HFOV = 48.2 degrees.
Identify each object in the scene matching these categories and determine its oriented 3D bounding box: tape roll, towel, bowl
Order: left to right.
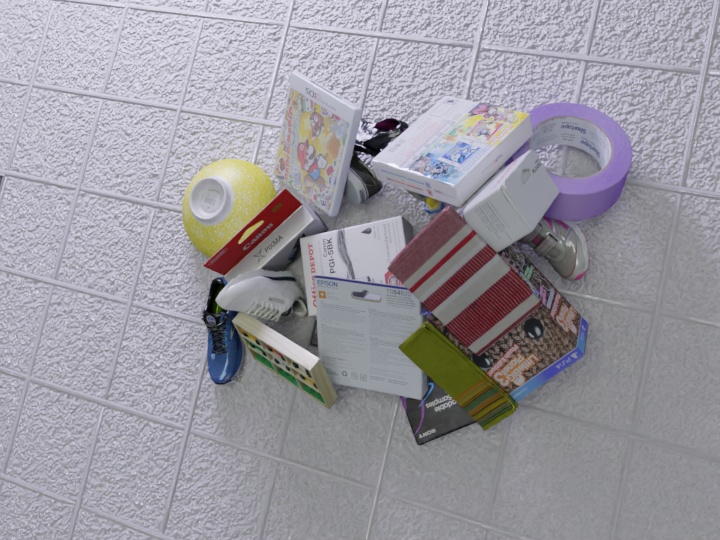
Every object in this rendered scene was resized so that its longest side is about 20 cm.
[{"bbox_3d":[-0.266,-0.124,1.528,0.195,0.107,0.205,-3,80,18],"label":"bowl"},{"bbox_3d":[0.153,0.171,1.282,0.199,0.018,0.086,43,131,-2],"label":"towel"},{"bbox_3d":[0.153,0.018,1.196,0.200,0.023,0.144,44,122,-5],"label":"towel"},{"bbox_3d":[0.336,-0.180,1.311,0.195,0.066,0.204,-1,55,1],"label":"tape roll"}]

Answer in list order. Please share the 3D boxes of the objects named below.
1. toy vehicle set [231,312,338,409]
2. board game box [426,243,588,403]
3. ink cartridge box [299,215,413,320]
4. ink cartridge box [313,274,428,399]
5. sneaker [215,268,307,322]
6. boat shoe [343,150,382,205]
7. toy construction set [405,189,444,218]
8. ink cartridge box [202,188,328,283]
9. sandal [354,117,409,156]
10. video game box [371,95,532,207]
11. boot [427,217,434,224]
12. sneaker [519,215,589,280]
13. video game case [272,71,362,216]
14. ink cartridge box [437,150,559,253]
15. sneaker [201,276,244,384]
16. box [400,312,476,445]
[{"bbox_3d":[-0.132,0.155,1.407,0.198,0.125,0.027,27,62,34],"label":"toy vehicle set"},{"bbox_3d":[0.232,0.080,1.268,0.200,0.097,0.159,45,122,-5],"label":"board game box"},{"bbox_3d":[0.000,0.000,1.432,0.196,0.083,0.150,-12,78,16],"label":"ink cartridge box"},{"bbox_3d":[0.019,0.105,1.352,0.195,0.041,0.205,8,114,22],"label":"ink cartridge box"},{"bbox_3d":[-0.169,0.050,1.422,0.076,0.198,0.082,-40,70,33],"label":"sneaker"},{"bbox_3d":[-0.036,-0.200,1.492,0.063,0.071,0.201,-29,61,-22],"label":"boat shoe"},{"bbox_3d":[0.147,-0.191,1.402,0.201,0.092,0.130,-51,36,-12],"label":"toy construction set"},{"bbox_3d":[-0.164,-0.042,1.438,0.199,0.176,0.045,-42,72,4],"label":"ink cartridge box"},{"bbox_3d":[0.037,-0.236,1.411,0.197,0.048,0.076,13,59,31],"label":"sandal"},{"bbox_3d":[0.147,-0.196,1.286,0.180,0.047,0.200,22,56,43],"label":"video game box"},{"bbox_3d":[0.200,-0.030,1.384,0.155,0.077,0.201,-39,64,5],"label":"boot"},{"bbox_3d":[0.295,-0.063,1.329,0.202,0.087,0.082,58,144,23],"label":"sneaker"},{"bbox_3d":[-0.083,-0.229,1.458,0.181,0.023,0.204,36,124,35],"label":"video game case"},{"bbox_3d":[0.190,-0.078,1.232,0.084,0.145,0.199,51,132,-6],"label":"ink cartridge box"},{"bbox_3d":[-0.265,0.109,1.499,0.077,0.089,0.205,-4,80,18],"label":"sneaker"},{"bbox_3d":[0.128,0.179,1.385,0.141,0.036,0.204,-25,76,14],"label":"box"}]
